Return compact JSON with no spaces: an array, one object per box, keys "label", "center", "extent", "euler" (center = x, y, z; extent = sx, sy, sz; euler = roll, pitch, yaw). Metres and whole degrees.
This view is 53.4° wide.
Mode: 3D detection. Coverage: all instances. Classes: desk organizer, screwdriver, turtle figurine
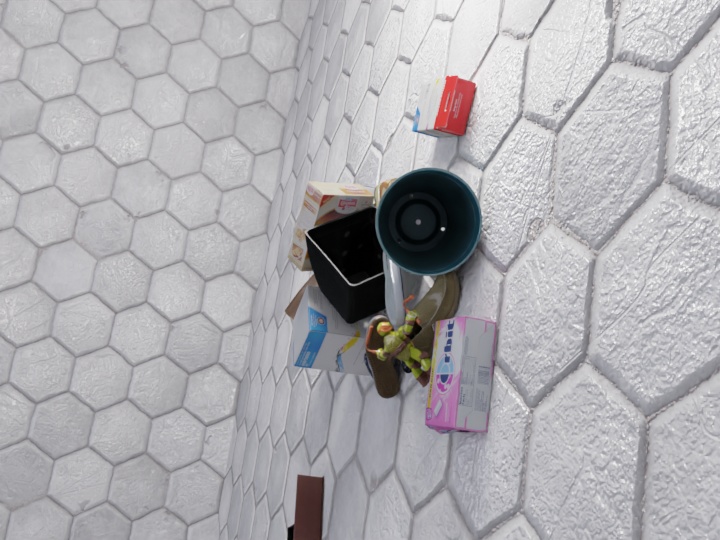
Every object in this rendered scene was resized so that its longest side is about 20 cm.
[{"label":"desk organizer","center":[-0.148,0.657,1.923],"extent":[0.072,0.077,0.201],"euler":[129,148,-54]},{"label":"screwdriver","center":[0.084,0.158,1.603],"extent":[0.200,0.028,0.029],"euler":[-109,7,-53]},{"label":"turtle figurine","center":[0.090,0.147,1.392],"extent":[0.064,0.161,0.200],"euler":[-42,-8,-47]}]

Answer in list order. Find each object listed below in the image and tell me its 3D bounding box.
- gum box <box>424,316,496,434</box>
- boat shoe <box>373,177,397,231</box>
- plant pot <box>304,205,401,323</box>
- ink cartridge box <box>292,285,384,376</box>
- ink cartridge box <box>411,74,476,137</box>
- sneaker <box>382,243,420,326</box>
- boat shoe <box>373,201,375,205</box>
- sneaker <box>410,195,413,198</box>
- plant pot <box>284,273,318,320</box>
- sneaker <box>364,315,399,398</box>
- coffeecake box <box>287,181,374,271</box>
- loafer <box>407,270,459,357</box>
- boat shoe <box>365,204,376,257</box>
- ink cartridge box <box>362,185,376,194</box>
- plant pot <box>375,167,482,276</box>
[{"label":"gum box","center":[0.174,0.188,1.254],"extent":[0.113,0.066,0.201],"euler":[157,123,-68]},{"label":"boat shoe","center":[0.078,-0.143,1.752],"extent":[0.074,0.075,0.201],"euler":[-32,52,40]},{"label":"plant pot","center":[0.000,0.000,1.653],"extent":[0.200,0.199,0.178],"euler":[48,148,33]},{"label":"ink cartridge box","center":[-0.052,0.150,1.754],"extent":[0.148,0.199,0.145],"euler":[-97,24,-45]},{"label":"ink cartridge box","center":[0.186,-0.355,1.560],"extent":[0.200,0.067,0.117],"euler":[-150,72,-71]},{"label":"sneaker","center":[0.090,0.025,1.486],"extent":[0.073,0.070,0.201],"euler":[112,160,-56]},{"label":"boat shoe","center":[0.037,-0.076,1.840],"extent":[0.063,0.073,0.202],"euler":[154,116,-83]},{"label":"sneaker","center":[0.110,-0.176,1.646],"extent":[0.200,0.087,0.074],"euler":[-126,50,-67]},{"label":"plant pot","center":[-0.081,0.067,1.977],"extent":[0.201,0.186,0.187],"euler":[-62,19,3]},{"label":"sneaker","center":[0.041,0.174,1.591],"extent":[0.109,0.070,0.201],"euler":[-112,13,-65]},{"label":"coffeecake box","center":[-0.071,-0.104,1.702],"extent":[0.073,0.153,0.201],"euler":[42,124,42]},{"label":"loafer","center":[0.139,0.085,1.424],"extent":[0.076,0.067,0.201],"euler":[-122,46,-65]},{"label":"boat shoe","center":[0.022,-0.095,1.782],"extent":[0.062,0.072,0.201],"euler":[-19,89,28]},{"label":"ink cartridge box","center":[0.003,-0.145,1.958],"extent":[0.200,0.084,0.145],"euler":[178,102,-71]},{"label":"plant pot","center":[0.124,-0.097,1.414],"extent":[0.188,0.199,0.201],"euler":[-110,34,-85]}]
